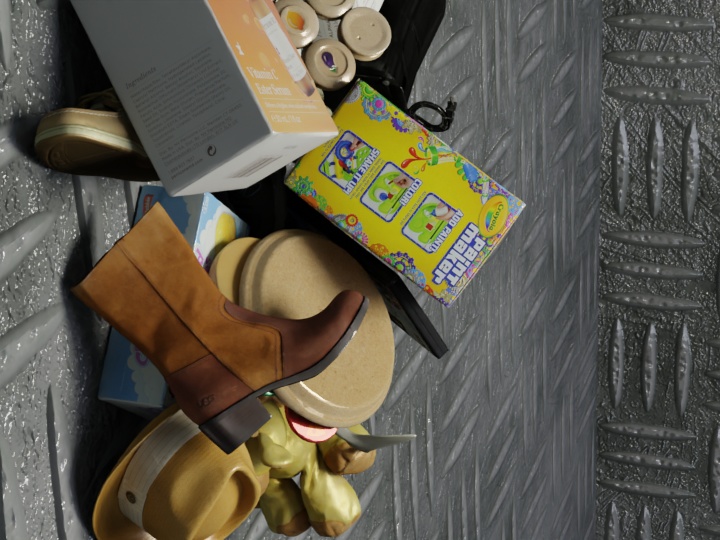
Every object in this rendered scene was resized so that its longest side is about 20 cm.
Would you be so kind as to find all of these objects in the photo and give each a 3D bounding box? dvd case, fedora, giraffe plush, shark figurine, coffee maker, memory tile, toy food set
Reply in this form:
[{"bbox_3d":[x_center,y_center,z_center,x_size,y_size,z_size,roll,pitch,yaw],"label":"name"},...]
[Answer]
[{"bbox_3d":[0.000,0.000,1.581,0.018,0.200,0.143,-44,139,-8],"label":"dvd case"},{"bbox_3d":[-0.145,0.193,1.383,0.201,0.082,0.201,-39,154,-23],"label":"fedora"},{"bbox_3d":[-0.092,0.176,1.561,0.162,0.172,0.200,-1,90,-62],"label":"giraffe plush"},{"bbox_3d":[-0.041,0.089,1.528,0.128,0.090,0.215,2,52,-46],"label":"shark figurine"},{"bbox_3d":[0.030,-0.249,1.719,0.135,0.192,0.200,116,-4,-56],"label":"coffee maker"},{"bbox_3d":[-0.080,-0.214,1.413,0.200,0.153,0.017,-40,180,-26],"label":"memory tile"},{"bbox_3d":[-0.044,0.057,1.431,0.200,0.049,0.198,-9,77,-51],"label":"toy food set"}]

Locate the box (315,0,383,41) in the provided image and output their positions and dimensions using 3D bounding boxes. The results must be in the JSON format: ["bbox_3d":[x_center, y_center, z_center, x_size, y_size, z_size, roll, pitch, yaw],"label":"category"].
[{"bbox_3d":[-0.043,-0.363,1.565,0.200,0.130,0.199,77,26,-44],"label":"box"}]

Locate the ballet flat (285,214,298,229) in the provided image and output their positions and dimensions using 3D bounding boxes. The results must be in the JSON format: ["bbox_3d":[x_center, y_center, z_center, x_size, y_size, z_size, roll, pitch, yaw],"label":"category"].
[{"bbox_3d":[-0.048,-0.088,1.740,0.200,0.057,0.067,-54,146,-56],"label":"ballet flat"}]

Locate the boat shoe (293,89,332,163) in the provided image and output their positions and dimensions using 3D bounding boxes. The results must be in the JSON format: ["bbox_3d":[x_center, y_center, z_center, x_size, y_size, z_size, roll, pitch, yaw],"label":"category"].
[{"bbox_3d":[-0.057,-0.140,1.613,0.201,0.072,0.066,91,-17,-81],"label":"boat shoe"}]

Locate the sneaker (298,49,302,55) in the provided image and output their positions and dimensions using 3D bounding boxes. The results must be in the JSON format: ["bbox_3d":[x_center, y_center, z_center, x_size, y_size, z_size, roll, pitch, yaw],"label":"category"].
[{"bbox_3d":[-0.115,-0.250,1.497,0.079,0.074,0.200,-56,141,-37],"label":"sneaker"}]

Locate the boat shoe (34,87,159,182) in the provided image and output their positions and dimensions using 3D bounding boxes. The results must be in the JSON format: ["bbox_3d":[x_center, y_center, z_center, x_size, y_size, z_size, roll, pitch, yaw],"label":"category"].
[{"bbox_3d":[-0.205,-0.115,1.275,0.200,0.074,0.067,11,69,-71],"label":"boat shoe"}]

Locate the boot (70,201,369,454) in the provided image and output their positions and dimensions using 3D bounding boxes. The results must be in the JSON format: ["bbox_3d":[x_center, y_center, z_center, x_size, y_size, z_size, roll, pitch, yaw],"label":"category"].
[{"bbox_3d":[-0.115,0.024,1.323,0.188,0.200,0.068,-41,-177,-9],"label":"boot"}]

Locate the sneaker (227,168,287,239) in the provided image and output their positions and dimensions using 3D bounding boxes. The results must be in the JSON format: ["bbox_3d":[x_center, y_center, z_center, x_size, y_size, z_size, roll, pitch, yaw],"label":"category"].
[{"bbox_3d":[-0.114,-0.101,1.475,0.073,0.082,0.200,-126,-148,-48],"label":"sneaker"}]

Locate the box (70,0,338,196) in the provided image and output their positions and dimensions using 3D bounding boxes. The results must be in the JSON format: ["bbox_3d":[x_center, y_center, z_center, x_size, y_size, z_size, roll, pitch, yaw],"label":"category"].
[{"bbox_3d":[-0.128,-0.175,1.277,0.200,0.106,0.152,63,20,3],"label":"box"}]

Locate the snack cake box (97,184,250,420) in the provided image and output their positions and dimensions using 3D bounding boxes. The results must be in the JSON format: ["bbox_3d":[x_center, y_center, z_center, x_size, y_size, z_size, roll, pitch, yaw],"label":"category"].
[{"bbox_3d":[-0.167,0.035,1.416,0.115,0.067,0.200,43,54,-67],"label":"snack cake box"}]

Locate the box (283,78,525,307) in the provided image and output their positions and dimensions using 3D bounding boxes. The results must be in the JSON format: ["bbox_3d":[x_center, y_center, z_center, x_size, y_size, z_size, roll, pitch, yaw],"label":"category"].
[{"bbox_3d":[0.045,-0.069,1.497,0.122,0.193,0.200,-53,177,1],"label":"box"}]

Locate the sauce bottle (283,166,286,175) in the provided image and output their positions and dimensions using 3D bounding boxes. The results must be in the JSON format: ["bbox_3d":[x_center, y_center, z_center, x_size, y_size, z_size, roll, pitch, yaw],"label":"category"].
[{"bbox_3d":[-0.116,-0.158,1.516,0.200,0.066,0.066,68,33,-54],"label":"sauce bottle"}]
